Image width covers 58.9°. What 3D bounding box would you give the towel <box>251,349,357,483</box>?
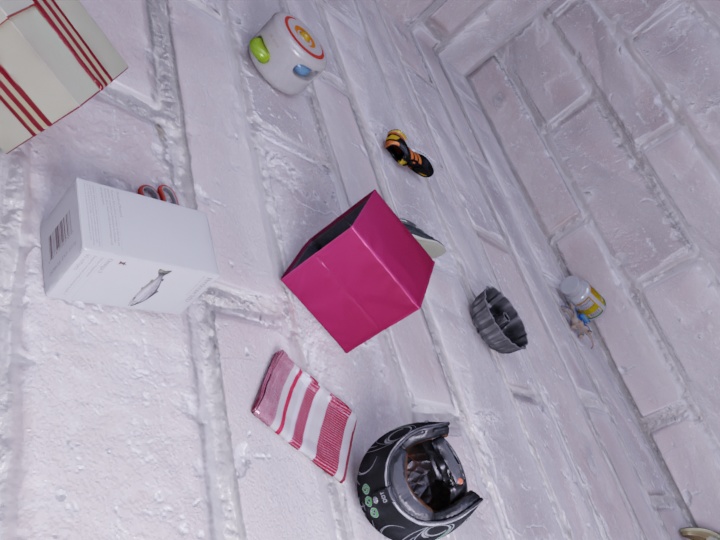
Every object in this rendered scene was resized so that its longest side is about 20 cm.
[{"bbox_3d":[-0.084,0.239,1.056,0.200,0.023,0.144,44,31,-19],"label":"towel"}]

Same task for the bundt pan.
[{"bbox_3d":[0.382,0.148,1.798,0.202,0.076,0.203,37,33,-30],"label":"bundt pan"}]

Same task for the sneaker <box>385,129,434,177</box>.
[{"bbox_3d":[0.149,-0.348,2.007,0.200,0.070,0.090,41,46,-22],"label":"sneaker"}]

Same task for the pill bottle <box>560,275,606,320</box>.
[{"bbox_3d":[0.897,0.107,2.581,0.200,0.113,0.113,36,33,-30],"label":"pill bottle"}]

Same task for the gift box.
[{"bbox_3d":[-0.478,-0.291,0.879,0.187,0.199,0.185,57,21,-28],"label":"gift box"}]

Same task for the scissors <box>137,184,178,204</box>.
[{"bbox_3d":[-0.313,-0.062,1.043,0.073,0.014,0.201,10,51,-52],"label":"scissors"}]

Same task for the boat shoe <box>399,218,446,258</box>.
[{"bbox_3d":[0.163,-0.086,1.725,0.199,0.072,0.068,21,46,-42],"label":"boat shoe"}]

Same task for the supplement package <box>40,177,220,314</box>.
[{"bbox_3d":[-0.316,-0.026,0.885,0.199,0.117,0.118,13,47,-45],"label":"supplement package"}]

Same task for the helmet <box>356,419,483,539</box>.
[{"bbox_3d":[0.092,0.342,1.033,0.199,0.191,0.201,5,65,-10],"label":"helmet"}]

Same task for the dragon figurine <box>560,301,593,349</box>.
[{"bbox_3d":[0.849,0.205,2.458,0.200,0.059,0.100,44,30,-16],"label":"dragon figurine"}]

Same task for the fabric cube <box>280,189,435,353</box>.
[{"bbox_3d":[0.000,0.000,1.258,0.200,0.200,0.196,49,28,-13],"label":"fabric cube"}]

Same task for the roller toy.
[{"bbox_3d":[-0.182,-0.566,1.654,0.182,0.140,0.200,42,30,-21],"label":"roller toy"}]

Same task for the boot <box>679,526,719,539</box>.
[{"bbox_3d":[1.139,0.934,2.081,0.199,0.072,0.155,19,63,-3],"label":"boot"}]
